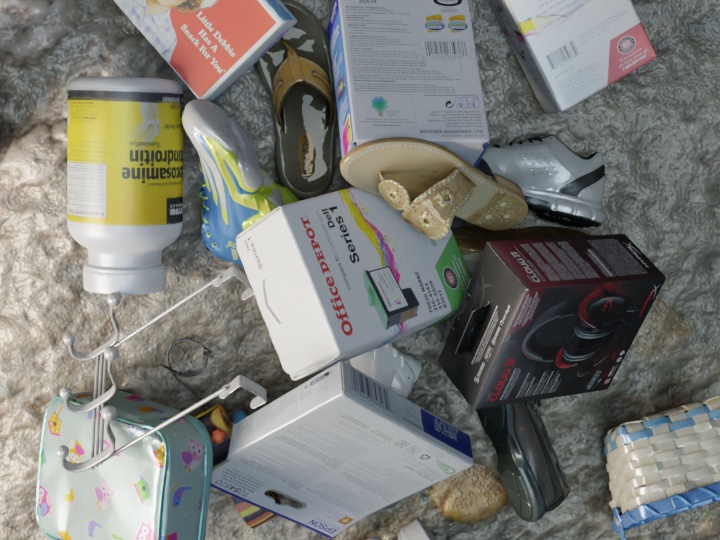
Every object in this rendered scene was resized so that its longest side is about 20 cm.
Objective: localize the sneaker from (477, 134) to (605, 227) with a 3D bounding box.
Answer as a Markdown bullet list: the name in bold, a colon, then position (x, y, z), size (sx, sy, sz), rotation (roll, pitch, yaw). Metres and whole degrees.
- **sneaker**: position (0.161, -0.104, 1.195), size (0.197, 0.074, 0.081), rotation (14, 85, -13)

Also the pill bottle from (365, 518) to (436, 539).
- **pill bottle**: position (0.005, 0.350, 1.207), size (0.199, 0.112, 0.113), rotation (-36, 100, 0)

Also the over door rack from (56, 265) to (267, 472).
- **over door rack**: position (-0.188, 0.081, 1.056), size (0.198, 0.149, 0.067), rotation (-22, 135, 12)

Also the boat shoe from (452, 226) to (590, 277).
- **boat shoe**: position (0.179, -0.002, 1.208), size (0.197, 0.074, 0.070), rotation (4, 118, -14)

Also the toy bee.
- **toy bee**: position (-0.144, 0.182, 1.172), size (0.200, 0.109, 0.131), rotation (41, 93, -10)

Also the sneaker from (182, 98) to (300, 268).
- **sneaker**: position (-0.131, -0.069, 1.134), size (0.104, 0.076, 0.201), rotation (-30, 122, 14)

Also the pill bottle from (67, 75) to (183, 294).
- **pill bottle**: position (-0.226, -0.083, 1.125), size (0.110, 0.112, 0.204), rotation (1, 98, -6)

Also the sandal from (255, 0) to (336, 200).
- **sandal**: position (-0.060, -0.170, 1.161), size (0.079, 0.054, 0.203), rotation (-7, 98, -5)

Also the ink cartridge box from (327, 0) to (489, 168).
- **ink cartridge box**: position (0.042, -0.196, 1.127), size (0.134, 0.076, 0.203), rotation (-1, 69, -12)

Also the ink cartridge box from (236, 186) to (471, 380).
- **ink cartridge box**: position (0.000, 0.000, 1.109), size (0.198, 0.084, 0.147), rotation (-18, 82, -42)

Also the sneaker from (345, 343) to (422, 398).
- **sneaker**: position (0.011, 0.090, 1.201), size (0.098, 0.078, 0.203), rotation (-15, 108, -11)

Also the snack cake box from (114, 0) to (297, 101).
- **snack cake box**: position (-0.169, -0.274, 1.108), size (0.115, 0.067, 0.201), rotation (-40, 94, 14)

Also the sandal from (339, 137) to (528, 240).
- **sandal**: position (0.081, -0.060, 1.083), size (0.209, 0.070, 0.078), rotation (14, 136, -34)

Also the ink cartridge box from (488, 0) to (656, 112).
- **ink cartridge box**: position (0.197, -0.275, 1.171), size (0.115, 0.068, 0.202), rotation (-29, 101, -2)

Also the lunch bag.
- **lunch bag**: position (-0.232, 0.207, 1.132), size (0.077, 0.198, 0.163), rotation (-4, 100, -50)

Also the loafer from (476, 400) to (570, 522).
- **loafer**: position (0.167, 0.160, 1.230), size (0.062, 0.072, 0.203), rotation (-20, 98, -24)

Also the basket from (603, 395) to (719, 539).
- **basket**: position (0.347, 0.244, 1.208), size (0.173, 0.139, 0.203), rotation (-12, 68, -4)

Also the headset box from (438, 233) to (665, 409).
- **headset box**: position (0.175, 0.048, 1.125), size (0.197, 0.075, 0.150), rotation (-3, 129, -32)

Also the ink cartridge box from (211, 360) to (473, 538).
- **ink cartridge box**: position (-0.024, 0.180, 1.138), size (0.199, 0.041, 0.199), rotation (-32, 134, 28)
